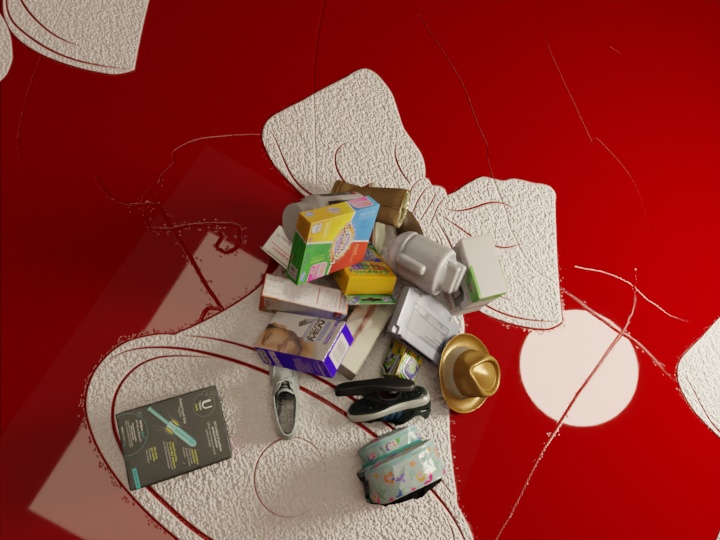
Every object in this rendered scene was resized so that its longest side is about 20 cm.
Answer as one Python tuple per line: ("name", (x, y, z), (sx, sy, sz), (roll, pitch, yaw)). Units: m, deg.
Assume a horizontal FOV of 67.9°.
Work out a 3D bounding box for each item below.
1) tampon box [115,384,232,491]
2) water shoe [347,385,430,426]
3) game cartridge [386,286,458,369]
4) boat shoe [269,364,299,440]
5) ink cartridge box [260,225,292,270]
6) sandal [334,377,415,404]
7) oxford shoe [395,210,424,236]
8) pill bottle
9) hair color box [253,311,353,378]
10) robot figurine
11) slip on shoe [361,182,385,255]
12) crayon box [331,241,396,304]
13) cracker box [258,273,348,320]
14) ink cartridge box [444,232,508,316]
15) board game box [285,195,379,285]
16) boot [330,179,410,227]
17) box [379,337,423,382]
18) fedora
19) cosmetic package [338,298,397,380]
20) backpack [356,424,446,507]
("tampon box", (-0.377, 0.343, 1.105), (0.196, 0.126, 0.153), (-13, 77, -17))
("water shoe", (0.069, 0.332, 1.238), (0.196, 0.072, 0.080), (-13, 114, 3))
("game cartridge", (0.151, 0.130, 1.256), (0.199, 0.041, 0.135), (38, 60, -32))
("boat shoe", (-0.167, 0.274, 1.202), (0.068, 0.072, 0.205), (-3, 71, -13))
("ink cartridge box", (-0.154, -0.037, 1.231), (0.117, 0.200, 0.068), (39, 89, 1))
("sandal", (0.036, 0.276, 1.216), (0.197, 0.075, 0.049), (-9, 93, 26))
("oxford shoe", (0.146, -0.074, 1.379), (0.071, 0.085, 0.204), (-14, 75, -15))
("pill bottle", (-0.075, -0.116, 1.198), (0.198, 0.110, 0.112), (-13, 74, -47))
("hair color box", (-0.126, 0.160, 1.183), (0.197, 0.065, 0.110), (3, 45, 33))
("robot figurine", (0.144, -0.019, 1.246), (0.198, 0.169, 0.115), (27, 102, 24))
("slip on shoe", (0.025, -0.126, 1.383), (0.060, 0.074, 0.205), (-10, 78, 17))
("crayon box", (0.000, 0.000, 1.246), (0.123, 0.052, 0.201), (1, 33, -26))
("cracker box", (-0.133, 0.072, 1.242), (0.196, 0.134, 0.059), (14, 69, -9))
("ink cartridge box", (0.269, 0.016, 1.317), (0.082, 0.200, 0.148), (-12, 75, -13))
("board game box", (-0.057, -0.066, 1.124), (0.198, 0.155, 0.040), (-22, 50, -42))
("boot", (0.007, -0.136, 1.320), (0.196, 0.066, 0.179), (14, 82, 22))
("box", (0.119, 0.169, 1.295), (0.064, 0.070, 0.203), (32, 67, -27))
("fedora", (0.272, 0.246, 1.270), (0.198, 0.081, 0.206), (4, 84, -38))
("cosmetic package", (-0.001, 0.146, 1.266), (0.086, 0.104, 0.202), (32, 67, 2))
("backpack", (0.086, 0.421, 1.147), (0.174, 0.200, 0.153), (-18, 77, -16))
